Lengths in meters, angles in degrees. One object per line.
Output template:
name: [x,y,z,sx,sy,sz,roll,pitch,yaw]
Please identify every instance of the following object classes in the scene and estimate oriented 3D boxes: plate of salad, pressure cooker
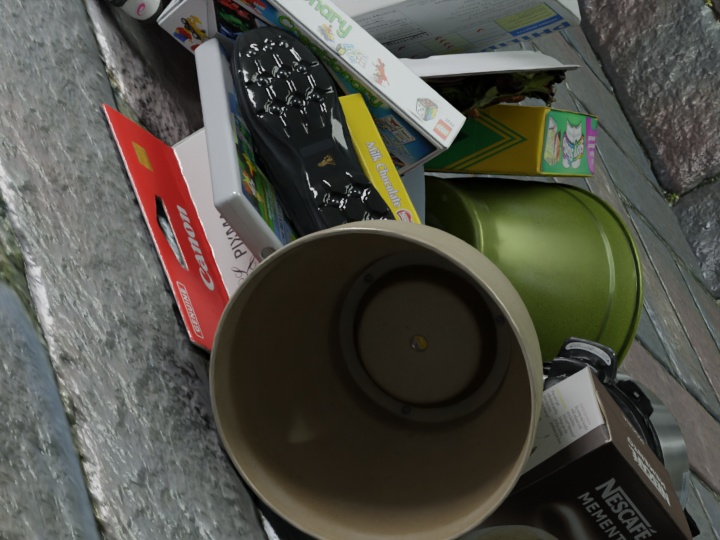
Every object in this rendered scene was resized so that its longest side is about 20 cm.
plate of salad: [0.063,-0.134,1.740,0.200,0.200,0.048,-15,102,-76]
pressure cooker: [0.152,0.151,1.779,0.176,0.179,0.200,65,14,10]

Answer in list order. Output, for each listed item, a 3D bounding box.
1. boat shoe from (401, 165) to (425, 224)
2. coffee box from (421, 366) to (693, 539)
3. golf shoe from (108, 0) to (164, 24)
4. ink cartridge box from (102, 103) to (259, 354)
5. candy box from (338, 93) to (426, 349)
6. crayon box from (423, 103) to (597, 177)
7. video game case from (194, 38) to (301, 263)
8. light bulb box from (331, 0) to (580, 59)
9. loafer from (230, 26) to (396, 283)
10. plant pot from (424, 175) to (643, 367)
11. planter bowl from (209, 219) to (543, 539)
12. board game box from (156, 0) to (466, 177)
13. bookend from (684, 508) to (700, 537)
boat shoe: [-0.002,-0.001,1.769,0.075,0.086,0.202,-4,93,-59]
coffee box: [0.094,0.165,1.498,0.113,0.200,0.080,50,16,-31]
golf shoe: [-0.167,-0.253,1.738,0.092,0.073,0.200,58,23,-30]
ink cartridge box: [-0.083,-0.013,1.578,0.176,0.045,0.200,39,24,-57]
candy box: [0.020,-0.012,1.607,0.102,0.026,0.200,115,-45,-59]
crayon box: [0.086,-0.107,1.898,0.200,0.172,0.058,-6,99,-73]
video game case: [-0.051,-0.042,1.613,0.182,0.022,0.200,53,15,-33]
light bulb box: [0.039,-0.232,1.758,0.200,0.198,0.125,16,61,-71]
loafer: [-0.035,-0.071,1.567,0.201,0.068,0.070,63,-22,21]
plant pot: [0.092,0.008,1.895,0.193,0.200,0.200,17,43,-52]
planter bowl: [0.023,0.057,1.445,0.200,0.200,0.135,58,21,-4]
board game box: [-0.036,-0.140,1.649,0.200,0.126,0.035,40,61,-13]
bookend: [0.198,0.142,2.137,0.199,0.092,0.200,46,18,-48]
